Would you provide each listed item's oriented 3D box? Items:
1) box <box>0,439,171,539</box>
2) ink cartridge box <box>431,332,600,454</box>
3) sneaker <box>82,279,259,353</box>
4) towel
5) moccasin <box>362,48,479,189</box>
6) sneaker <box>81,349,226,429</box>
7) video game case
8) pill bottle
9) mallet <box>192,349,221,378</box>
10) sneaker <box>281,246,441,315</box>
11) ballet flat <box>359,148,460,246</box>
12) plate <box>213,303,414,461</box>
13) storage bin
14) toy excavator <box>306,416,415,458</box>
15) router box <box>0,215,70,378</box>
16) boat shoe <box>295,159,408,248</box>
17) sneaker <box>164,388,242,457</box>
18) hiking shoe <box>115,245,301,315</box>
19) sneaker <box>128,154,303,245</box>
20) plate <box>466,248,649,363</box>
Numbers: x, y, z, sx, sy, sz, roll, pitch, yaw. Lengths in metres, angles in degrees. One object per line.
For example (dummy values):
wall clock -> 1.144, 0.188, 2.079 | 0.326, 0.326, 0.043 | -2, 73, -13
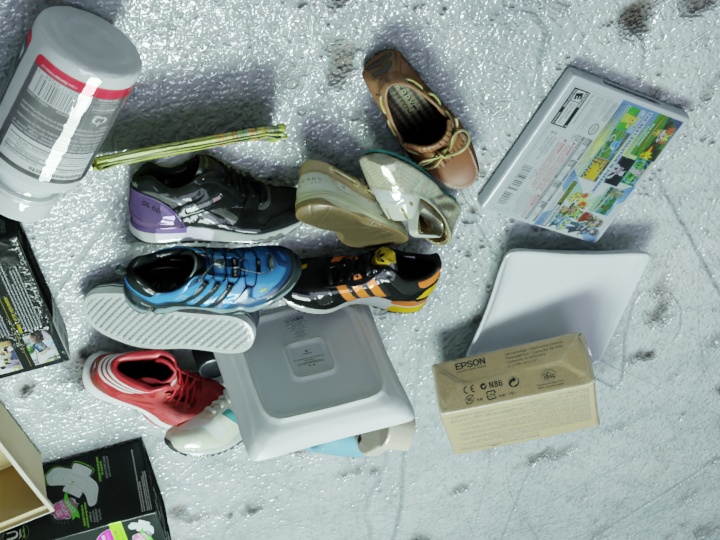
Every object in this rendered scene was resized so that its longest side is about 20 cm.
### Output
box -> -0.349, 0.328, 1.809 | 0.198, 0.125, 0.149 | -14, 134, -6
ink cartridge box -> 0.201, 0.161, 1.835 | 0.198, 0.076, 0.165 | -12, 154, 5
sneaker -> -0.213, 0.043, 1.633 | 0.198, 0.080, 0.079 | 10, 127, 1
towel -> -0.178, -0.125, 1.481 | 0.198, 0.086, 0.018 | -11, 92, -13
moccasin -> 0.074, -0.153, 1.544 | 0.073, 0.078, 0.202 | -28, 135, 7
sneaker -> -0.219, 0.144, 1.682 | 0.199, 0.079, 0.115 | 15, 167, -31
video game case -> 0.260, -0.130, 1.673 | 0.181, 0.022, 0.201 | 15, 124, -30
pill bottle -> -0.302, -0.147, 1.392 | 0.110, 0.111, 0.200 | 16, 125, -31
mallet -> -0.154, 0.124, 1.757 | 0.041, 0.066, 0.200 | -25, 150, 8
sneaker -> 0.000, 0.000, 1.654 | 0.199, 0.070, 0.090 | 3, 144, -24
ballet flat -> 0.059, -0.075, 1.582 | 0.067, 0.063, 0.200 | 2, 166, 31
plate -> -0.060, 0.108, 1.643 | 0.198, 0.201, 0.032 | -13, 143, -14
storage bin -> -0.498, 0.231, 1.687 | 0.197, 0.094, 0.201 | -22, 135, 1
toy excavator -> -0.006, 0.184, 1.743 | 0.099, 0.201, 0.195 | 10, 128, -28
router box -> -0.417, 0.036, 1.563 | 0.148, 0.051, 0.201 | -15, 135, -4
boat shoe -> -0.005, -0.073, 1.591 | 0.074, 0.067, 0.200 | -12, 162, 24
sneaker -> -0.144, 0.152, 1.688 | 0.199, 0.070, 0.094 | -14, 109, -28
hiking shoe -> -0.161, 0.008, 1.549 | 0.198, 0.075, 0.087 | -10, 165, -6
sneaker -> -0.149, -0.081, 1.538 | 0.198, 0.076, 0.088 | -6, 127, -15
plate -> 0.243, 0.043, 1.809 | 0.198, 0.032, 0.201 | 0, 132, -20
